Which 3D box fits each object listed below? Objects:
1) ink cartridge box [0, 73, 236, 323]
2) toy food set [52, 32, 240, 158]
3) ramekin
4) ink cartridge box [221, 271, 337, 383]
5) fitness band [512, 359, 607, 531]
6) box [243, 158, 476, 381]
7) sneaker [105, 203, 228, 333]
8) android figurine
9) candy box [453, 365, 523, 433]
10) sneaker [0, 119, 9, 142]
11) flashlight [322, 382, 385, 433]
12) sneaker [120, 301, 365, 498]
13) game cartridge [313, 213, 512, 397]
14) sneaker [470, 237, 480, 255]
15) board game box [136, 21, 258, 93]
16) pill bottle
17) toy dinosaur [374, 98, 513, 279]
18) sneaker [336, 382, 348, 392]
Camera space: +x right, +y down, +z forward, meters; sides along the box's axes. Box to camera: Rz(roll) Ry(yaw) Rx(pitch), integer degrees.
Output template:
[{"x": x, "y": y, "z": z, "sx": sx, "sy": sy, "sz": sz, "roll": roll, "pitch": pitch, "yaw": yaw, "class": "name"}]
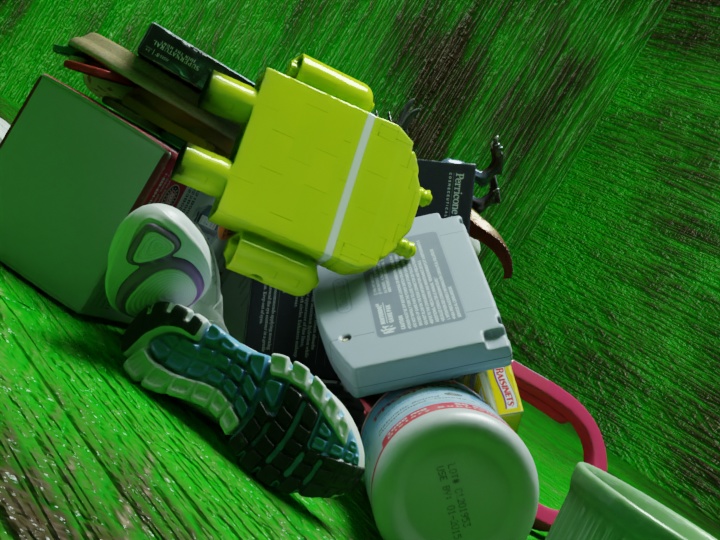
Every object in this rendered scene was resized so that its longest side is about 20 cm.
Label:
[{"x": -0.201, "y": -0.047, "z": 0.991, "sx": 0.144, "sy": 0.146, "sz": 0.200, "roll": 31, "pitch": 2, "yaw": 19, "class": "ink cartridge box"}, {"x": -0.171, "y": -0.142, "z": 1.010, "sx": 0.200, "sy": 0.049, "sz": 0.198, "roll": 31, "pitch": 2, "yaw": 11, "class": "toy food set"}, {"x": 0.235, "y": 0.247, "z": 0.930, "sx": 0.200, "sy": 0.098, "sz": 0.200, "roll": 31, "pitch": 2, "yaw": -1, "class": "ramekin"}, {"x": -0.090, "y": 0.013, "z": 1.195, "sx": 0.200, "sy": 0.146, "sz": 0.147, "roll": 32, "pitch": 2, "yaw": -29, "class": "ink cartridge box"}, {"x": 0.163, "y": 0.175, "z": 1.169, "sx": 0.200, "sy": 0.144, "sz": 0.037, "roll": 31, "pitch": -31, "yaw": -21, "class": "fitness band"}, {"x": 0.000, "y": 0.000, "z": 1.039, "sx": 0.181, "sy": 0.201, "sz": 0.104, "roll": 7, "pitch": -4, "yaw": 3, "class": "box"}, {"x": -0.145, "y": -0.005, "z": 0.861, "sx": 0.200, "sy": 0.075, "sz": 0.100, "roll": 88, "pitch": -9, "yaw": -63, "class": "sneaker"}, {"x": -0.037, "y": -0.072, "z": 0.892, "sx": 0.199, "sy": 0.183, "sz": 0.041, "roll": 21, "pitch": -18, "yaw": -18, "class": "android figurine"}, {"x": 0.101, "y": 0.121, "z": 0.977, "sx": 0.026, "sy": 0.102, "sz": 0.200, "roll": -7, "pitch": -33, "yaw": -5, "class": "candy box"}, {"x": -0.402, "y": -0.125, "z": 1.070, "sx": 0.200, "sy": 0.075, "sz": 0.100, "roll": 27, "pitch": 15, "yaw": -1, "class": "sneaker"}, {"x": 0.008, "y": 0.130, "z": 0.994, "sx": 0.200, "sy": 0.068, "sz": 0.068, "roll": 21, "pitch": 48, "yaw": -67, "class": "flashlight"}, {"x": -0.066, "y": 0.088, "z": 0.789, "sx": 0.200, "sy": 0.075, "sz": 0.087, "roll": 32, "pitch": -4, "yaw": 32, "class": "sneaker"}, {"x": 0.031, "y": 0.023, "z": 0.900, "sx": 0.133, "sy": 0.041, "sz": 0.200, "roll": -8, "pitch": 30, "yaw": -1, "class": "game cartridge"}, {"x": 0.049, "y": -0.082, "z": 1.195, "sx": 0.200, "sy": 0.073, "sz": 0.072, "roll": 41, "pitch": 4, "yaw": 20, "class": "sneaker"}, {"x": -0.127, "y": -0.161, "z": 1.001, "sx": 0.135, "sy": 0.028, "sz": 0.200, "roll": 30, "pitch": 2, "yaw": -13, "class": "board game box"}, {"x": 0.054, "y": 0.135, "z": 0.827, "sx": 0.109, "sy": 0.109, "sz": 0.200, "roll": 31, "pitch": 1, "yaw": -6, "class": "pill bottle"}, {"x": 0.044, "y": -0.088, "z": 1.116, "sx": 0.181, "sy": 0.201, "sz": 0.105, "roll": -8, "pitch": -21, "yaw": -2, "class": "toy dinosaur"}, {"x": 0.060, "y": 0.085, "z": 1.154, "sx": 0.087, "sy": 0.200, "sz": 0.076, "roll": 34, "pitch": -19, "yaw": 13, "class": "sneaker"}]
